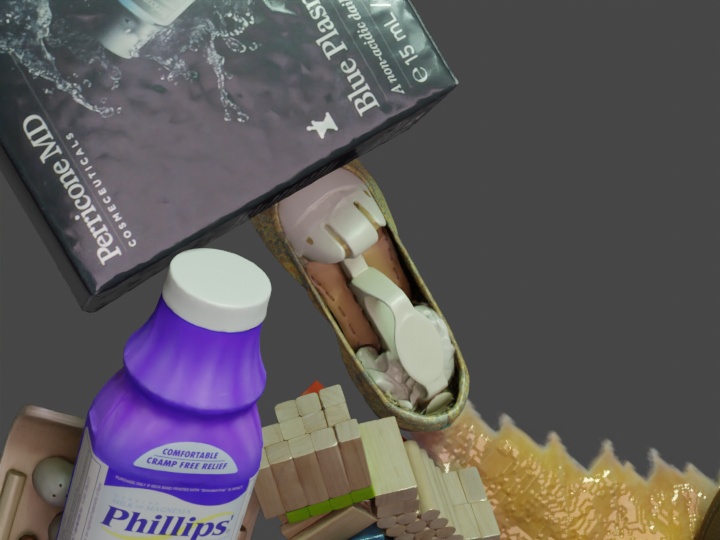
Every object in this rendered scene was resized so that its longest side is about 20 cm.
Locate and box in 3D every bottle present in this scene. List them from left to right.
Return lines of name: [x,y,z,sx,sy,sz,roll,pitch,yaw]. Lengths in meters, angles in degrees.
bottle: [-0.088,0.085,0.854,0.084,0.065,0.200,7,121,-21]

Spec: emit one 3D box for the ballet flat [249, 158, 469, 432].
ballet flat: [0.000,0.000,0.958,0.071,0.071,0.200,-32,105,-11]

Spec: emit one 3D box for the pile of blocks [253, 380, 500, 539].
pile of blocks: [0.002,0.112,0.966,0.082,0.062,0.200,-33,139,17]

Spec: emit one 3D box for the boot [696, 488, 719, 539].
boot: [0.276,0.201,1.070,0.155,0.074,0.200,-4,111,-15]

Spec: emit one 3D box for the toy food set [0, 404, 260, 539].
toy food set: [-0.132,0.180,0.945,0.143,0.060,0.200,16,93,-18]

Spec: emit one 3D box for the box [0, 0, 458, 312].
box: [-0.093,-0.114,0.867,0.200,0.117,0.197,-31,92,-11]
